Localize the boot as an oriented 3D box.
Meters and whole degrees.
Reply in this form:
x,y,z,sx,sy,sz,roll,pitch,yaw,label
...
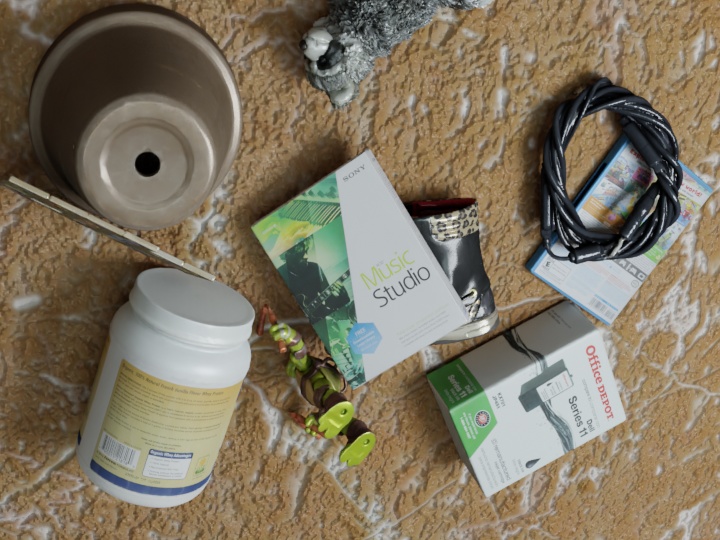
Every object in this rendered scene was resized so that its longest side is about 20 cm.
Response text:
x,y,z,sx,sy,sz,roll,pitch,yaw,label
0.049,0.009,1.001,0.197,0.073,0.153,-10,111,-4,boot

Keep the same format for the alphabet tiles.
x,y,z,sx,sy,sz,roll,pitch,yaw,label
-0.231,-0.037,0.845,0.198,0.167,0.008,27,82,-25,alphabet tiles

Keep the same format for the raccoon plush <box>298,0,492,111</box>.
x,y,z,sx,sy,sz,roll,pitch,yaw,label
0.036,-0.220,0.890,0.197,0.097,0.136,5,119,-19,raccoon plush

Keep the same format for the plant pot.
x,y,z,sx,sy,sz,roll,pitch,yaw,label
-0.189,-0.118,0.815,0.197,0.175,0.203,-7,115,-15,plant pot

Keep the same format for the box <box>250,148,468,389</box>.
x,y,z,sx,sy,sz,roll,pitch,yaw,label
0.000,0.000,0.947,0.143,0.036,0.202,-31,95,12,box

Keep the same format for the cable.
x,y,z,sx,sy,sz,roll,pitch,yaw,label
0.274,-0.107,1.013,0.160,0.051,0.203,-2,104,-2,cable

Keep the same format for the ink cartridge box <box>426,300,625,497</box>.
x,y,z,sx,sy,sz,roll,pitch,yaw,label
0.198,0.150,1.100,0.198,0.083,0.148,-28,119,-5,ink cartridge box

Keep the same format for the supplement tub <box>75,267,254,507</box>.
x,y,z,sx,sy,sz,roll,pitch,yaw,label
-0.192,0.114,0.931,0.142,0.145,0.202,14,108,-22,supplement tub

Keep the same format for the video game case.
x,y,z,sx,sy,sz,roll,pitch,yaw,label
0.302,-0.049,1.083,0.142,0.018,0.201,31,101,-25,video game case

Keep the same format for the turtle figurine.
x,y,z,sx,sy,sz,roll,pitch,yaw,label
-0.040,0.134,0.991,0.064,0.161,0.202,-25,125,-15,turtle figurine
